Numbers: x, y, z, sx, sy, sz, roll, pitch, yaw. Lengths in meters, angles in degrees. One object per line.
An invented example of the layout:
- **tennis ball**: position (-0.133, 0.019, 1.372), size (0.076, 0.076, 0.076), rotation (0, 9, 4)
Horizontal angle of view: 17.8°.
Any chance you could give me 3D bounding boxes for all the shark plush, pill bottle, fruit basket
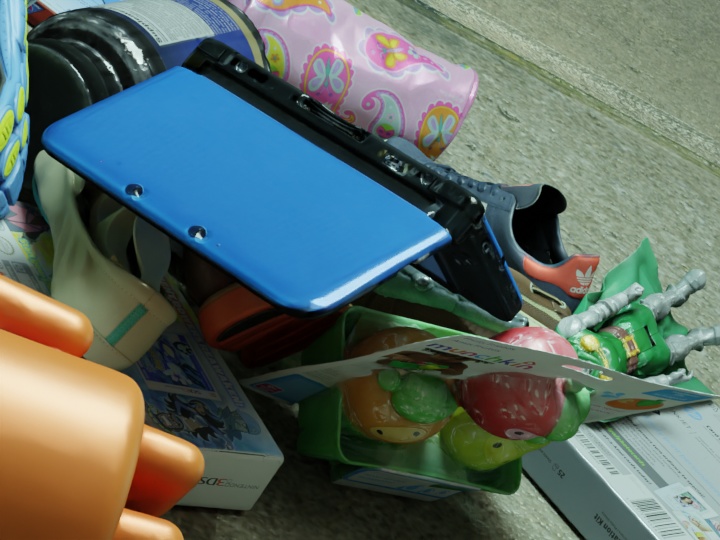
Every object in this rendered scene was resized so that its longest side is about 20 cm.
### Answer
- **shark plush**: position (0.000, 0.000, 1.333), size (0.200, 0.091, 0.083), rotation (38, 22, 9)
- **pill bottle**: position (-0.145, -0.107, 1.392), size (0.112, 0.112, 0.200), rotation (39, 26, 13)
- **fruit basket**: position (0.062, 0.073, 1.240), size (0.185, 0.094, 0.200), rotation (15, -13, -36)

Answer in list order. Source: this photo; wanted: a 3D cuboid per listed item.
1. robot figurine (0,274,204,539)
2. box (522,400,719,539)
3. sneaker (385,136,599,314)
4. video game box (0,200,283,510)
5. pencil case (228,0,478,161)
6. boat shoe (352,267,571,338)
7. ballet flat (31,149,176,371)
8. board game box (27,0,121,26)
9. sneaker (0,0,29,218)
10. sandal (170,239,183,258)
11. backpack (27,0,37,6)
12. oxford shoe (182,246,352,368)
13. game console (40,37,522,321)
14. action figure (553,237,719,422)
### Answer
- **robot figurine**: position (-0.172, 0.082, 1.005), size (0.199, 0.144, 0.117), rotation (21, 11, -14)
- **box**: position (0.205, 0.146, 1.442), size (0.200, 0.041, 0.156), rotation (0, 40, -49)
- **sneaker**: position (0.091, -0.042, 1.594), size (0.200, 0.085, 0.075), rotation (46, 27, 26)
- **video game box**: position (-0.158, 0.037, 1.193), size (0.182, 0.047, 0.200), rotation (8, 35, -40)
- **pencil case**: position (-0.013, -0.149, 1.670), size (0.200, 0.088, 0.088), rotation (25, 26, -21)
- **boat shoe**: position (0.053, 0.008, 1.457), size (0.202, 0.075, 0.075), rotation (33, 48, -25)
- **ballet flat**: position (-0.129, -0.022, 1.205), size (0.069, 0.070, 0.200), rotation (21, 27, -25)
- **board game box**: position (-0.177, -0.168, 1.576), size (0.200, 0.019, 0.103), rotation (38, 26, 9)
- **sneaker**: position (-0.219, -0.096, 1.231), size (0.082, 0.071, 0.200), rotation (-2, 47, -6)
- **sandal**: position (-0.059, -0.036, 1.445), size (0.075, 0.045, 0.200), rotation (45, 27, 21)
- **backpack**: position (-0.255, -0.217, 1.359), size (0.153, 0.176, 0.200), rotation (46, -13, 26)
- **oxford shoe**: position (-0.052, 0.006, 1.275), size (0.073, 0.071, 0.200), rotation (65, 4, 12)
- **game console**: position (-0.038, -0.023, 1.188), size (0.200, 0.118, 0.171), rotation (34, -14, 31)
- **action figure**: position (0.172, 0.048, 1.462), size (0.200, 0.055, 0.118), rotation (-22, 83, -54)
